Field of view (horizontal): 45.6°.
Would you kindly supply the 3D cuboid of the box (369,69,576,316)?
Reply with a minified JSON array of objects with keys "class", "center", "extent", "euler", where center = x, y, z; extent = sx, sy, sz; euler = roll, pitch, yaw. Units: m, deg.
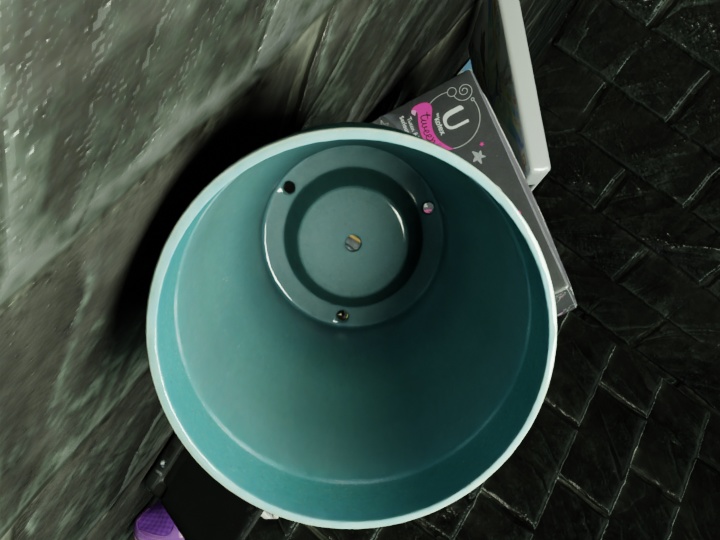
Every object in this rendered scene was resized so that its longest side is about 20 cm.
[{"class":"box","center":[0.099,-0.044,0.749],"extent":[0.113,0.203,0.132],"euler":[-24,165,13]}]

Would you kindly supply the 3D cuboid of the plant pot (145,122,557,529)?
[{"class":"plant pot","center":[-0.005,0.005,0.493],"extent":[0.202,0.198,0.188],"euler":[-56,-169,15]}]

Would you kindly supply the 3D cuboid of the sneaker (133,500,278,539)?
[{"class":"sneaker","center":[-0.157,0.238,0.930],"extent":[0.197,0.090,0.081],"euler":[-20,-144,-5]}]

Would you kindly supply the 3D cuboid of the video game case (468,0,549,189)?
[{"class":"video game case","center":[0.150,-0.177,0.892],"extent":[0.182,0.022,0.204],"euler":[93,-11,-81]}]

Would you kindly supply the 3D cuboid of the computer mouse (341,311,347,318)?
[{"class":"computer mouse","center":[0.000,0.000,0.979],"extent":[0.200,0.052,0.142],"euler":[24,67,-76]}]

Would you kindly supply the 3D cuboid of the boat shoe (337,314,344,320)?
[{"class":"boat shoe","center":[-0.044,0.128,0.880],"extent":[0.201,0.070,0.077],"euler":[-76,167,-54]}]

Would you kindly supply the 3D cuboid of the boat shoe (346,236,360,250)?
[{"class":"boat shoe","center":[0.009,-0.022,0.846],"extent":[0.091,0.071,0.200],"euler":[-49,146,2]}]

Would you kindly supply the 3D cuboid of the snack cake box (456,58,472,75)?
[{"class":"snack cake box","center":[0.118,-0.179,1.179],"extent":[0.115,0.067,0.201],"euler":[-54,176,-44]}]

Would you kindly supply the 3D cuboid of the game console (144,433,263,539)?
[{"class":"game console","center":[-0.108,0.156,0.834],"extent":[0.202,0.116,0.176],"euler":[-56,175,8]}]

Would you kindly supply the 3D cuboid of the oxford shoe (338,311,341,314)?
[{"class":"oxford shoe","center":[-0.046,0.048,1.119],"extent":[0.076,0.057,0.200],"euler":[-55,177,-24]}]
